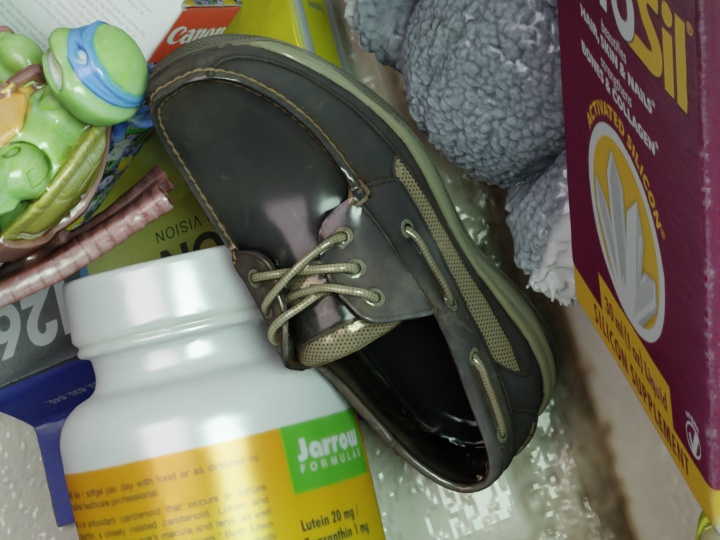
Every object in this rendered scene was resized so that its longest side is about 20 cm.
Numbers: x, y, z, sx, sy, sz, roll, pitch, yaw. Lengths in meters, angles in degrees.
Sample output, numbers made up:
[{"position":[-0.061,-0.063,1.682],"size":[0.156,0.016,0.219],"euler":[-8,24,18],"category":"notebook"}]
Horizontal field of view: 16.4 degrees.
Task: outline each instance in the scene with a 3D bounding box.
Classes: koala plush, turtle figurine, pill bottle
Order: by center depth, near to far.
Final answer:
[{"position":[0.082,-0.105,0.854],"size":[0.200,0.184,0.177],"euler":[-49,63,33],"category":"koala plush"},{"position":[-0.181,-0.043,0.895],"size":[0.194,0.200,0.144],"euler":[-45,61,34],"category":"turtle figurine"},{"position":[-0.049,0.094,0.926],"size":[0.111,0.111,0.200],"euler":[-13,89,30],"category":"pill bottle"}]

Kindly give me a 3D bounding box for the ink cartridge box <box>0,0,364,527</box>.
[{"position":[-0.082,-0.018,1.012],"size":[0.198,0.047,0.200],"euler":[-22,74,29],"category":"ink cartridge box"}]

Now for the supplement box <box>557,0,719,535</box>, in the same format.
[{"position":[0.122,-0.047,0.706],"size":[0.131,0.103,0.200],"euler":[-114,14,-55],"category":"supplement box"}]

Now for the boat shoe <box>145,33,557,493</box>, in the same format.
[{"position":[0.000,0.000,0.880],"size":[0.074,0.073,0.200],"euler":[-32,116,30],"category":"boat shoe"}]

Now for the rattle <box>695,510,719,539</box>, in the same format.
[{"position":[0.207,0.140,0.809],"size":[0.200,0.130,0.143],"euler":[3,100,6],"category":"rattle"}]

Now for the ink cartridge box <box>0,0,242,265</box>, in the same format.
[{"position":[-0.110,-0.111,0.968],"size":[0.109,0.050,0.200],"euler":[45,113,16],"category":"ink cartridge box"}]
